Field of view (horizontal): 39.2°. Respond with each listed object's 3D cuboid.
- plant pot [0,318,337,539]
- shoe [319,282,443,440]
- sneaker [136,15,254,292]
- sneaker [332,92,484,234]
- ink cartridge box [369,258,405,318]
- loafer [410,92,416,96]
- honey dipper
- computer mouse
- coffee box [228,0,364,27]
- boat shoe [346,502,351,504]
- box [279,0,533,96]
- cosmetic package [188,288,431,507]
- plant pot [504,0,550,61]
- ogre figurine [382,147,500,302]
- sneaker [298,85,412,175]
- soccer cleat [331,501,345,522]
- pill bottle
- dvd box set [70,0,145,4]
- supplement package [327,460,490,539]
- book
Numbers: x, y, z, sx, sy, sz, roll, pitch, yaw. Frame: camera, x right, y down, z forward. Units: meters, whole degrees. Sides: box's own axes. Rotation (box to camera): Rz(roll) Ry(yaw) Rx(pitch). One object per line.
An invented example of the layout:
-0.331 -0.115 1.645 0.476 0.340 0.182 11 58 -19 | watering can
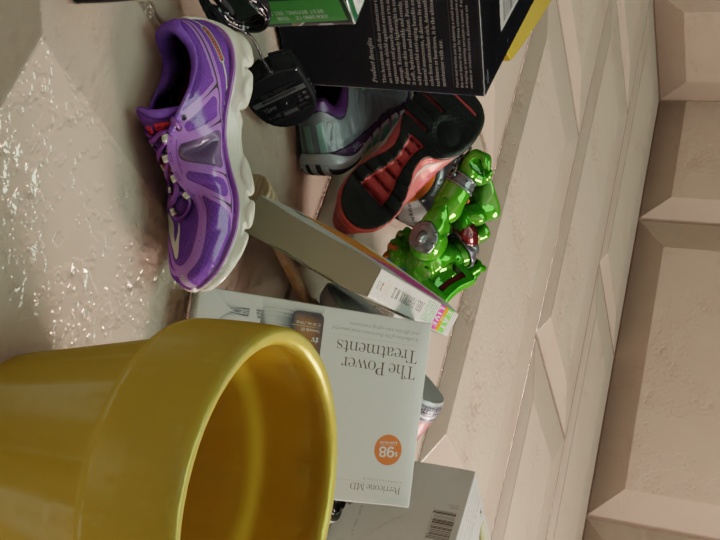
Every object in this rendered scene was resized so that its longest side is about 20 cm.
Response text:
-0.135 0.126 0.610 0.200 0.186 0.205 5 90 -66 | plant pot
-0.002 0.100 0.957 0.071 0.200 0.092 18 112 -39 | shoe
-0.132 -0.086 0.749 0.083 0.080 0.204 2 86 -51 | sneaker
0.040 -0.110 1.002 0.200 0.074 0.087 -44 -176 -20 | sneaker
0.016 0.099 1.122 0.117 0.067 0.202 66 36 -47 | ink cartridge box
0.063 -0.211 1.174 0.200 0.062 0.073 55 46 -57 | loafer
-0.071 -0.014 0.937 0.201 0.037 0.038 68 35 -54 | honey dipper
-0.084 -0.182 0.834 0.200 0.058 0.035 59 12 -62 | computer mouse
-0.033 -0.291 0.852 0.044 0.121 0.203 61 39 -51 | coffee box
-0.003 0.191 0.994 0.200 0.066 0.070 -46 134 -7 | boat shoe
0.047 -0.267 0.948 0.201 0.195 0.125 -59 150 -45 | box
-0.049 0.103 0.821 0.052 0.196 0.154 176 -77 -74 | cosmetic package
0.117 -0.349 1.128 0.200 0.197 0.179 26 80 -66 | plant pot
0.092 -0.027 1.068 0.120 0.098 0.200 -44 173 -27 | ogre figurine
-0.003 -0.173 1.015 0.200 0.073 0.089 -53 137 -51 | sneaker
-0.063 0.139 0.957 0.068 0.072 0.204 35 44 -64 | soccer cleat
0.079 -0.100 1.183 0.199 0.104 0.108 18 79 -66 | pill bottle
-0.092 -0.243 0.688 0.201 0.144 0.030 -61 146 -42 | dvd box set
0.061 0.342 1.179 0.202 0.148 0.153 73 31 -42 | supplement package
0.000 0.000 0.890 0.049 0.132 0.200 -60 153 0 | book
